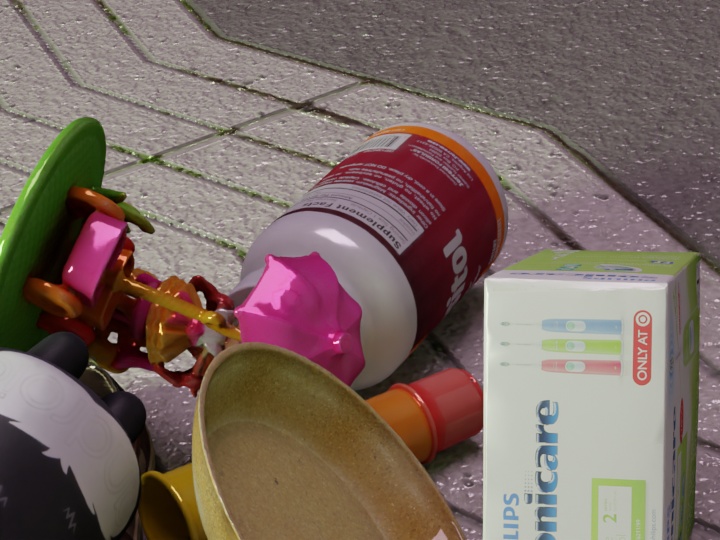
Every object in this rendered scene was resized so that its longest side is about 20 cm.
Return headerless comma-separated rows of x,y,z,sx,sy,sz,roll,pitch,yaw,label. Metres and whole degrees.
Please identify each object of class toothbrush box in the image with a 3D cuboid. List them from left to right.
0.114,0.068,1.019,0.086,0.146,0.200,1,4,14,toothbrush box

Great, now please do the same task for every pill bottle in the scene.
0.000,0.000,1.270,0.113,0.113,0.200,10,33,27,pill bottle

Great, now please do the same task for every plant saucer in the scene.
-0.016,0.126,1.007,0.035,0.200,0.200,-38,19,22,plant saucer

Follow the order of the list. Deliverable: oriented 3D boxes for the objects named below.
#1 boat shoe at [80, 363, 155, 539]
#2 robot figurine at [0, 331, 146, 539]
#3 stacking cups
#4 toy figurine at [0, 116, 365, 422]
-0.151,0.095,1.162,0.072,0.072,0.200,-7,28,-2,boat shoe
-0.181,0.117,0.989,0.150,0.125,0.200,18,42,16,robot figurine
-0.023,0.100,1.148,0.200,0.061,0.060,-22,32,-32,stacking cups
-0.087,0.030,1.134,0.184,0.200,0.150,22,72,5,toy figurine
